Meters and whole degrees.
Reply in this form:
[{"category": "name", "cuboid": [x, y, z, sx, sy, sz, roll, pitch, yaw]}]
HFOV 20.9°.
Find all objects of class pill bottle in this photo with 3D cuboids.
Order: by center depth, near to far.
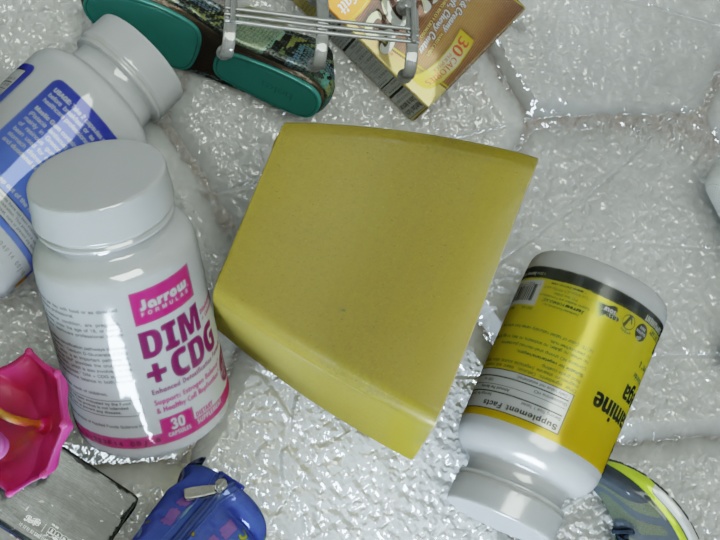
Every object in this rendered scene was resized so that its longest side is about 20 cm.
[{"category": "pill bottle", "cuboid": [-0.161, 0.019, 1.342, 0.113, 0.113, 0.200, -20, 124, -15]}, {"category": "pill bottle", "cuboid": [-0.223, -0.086, 1.391, 0.112, 0.112, 0.200, 46, 75, -4]}, {"category": "pill bottle", "cuboid": [0.142, 0.096, 1.450, 0.112, 0.112, 0.200, 27, 77, -8]}]

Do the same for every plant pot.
[{"category": "plant pot", "cuboid": [0.000, 0.000, 1.398, 0.176, 0.200, 0.200, 22, 78, 2]}]

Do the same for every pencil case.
[{"category": "pencil case", "cuboid": [-0.143, 0.213, 1.345, 0.078, 0.087, 0.200, 29, 45, 17]}]

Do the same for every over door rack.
[{"category": "over door rack", "cuboid": [-0.027, -0.236, 1.431, 0.148, 0.067, 0.200, 6, 73, -10]}]

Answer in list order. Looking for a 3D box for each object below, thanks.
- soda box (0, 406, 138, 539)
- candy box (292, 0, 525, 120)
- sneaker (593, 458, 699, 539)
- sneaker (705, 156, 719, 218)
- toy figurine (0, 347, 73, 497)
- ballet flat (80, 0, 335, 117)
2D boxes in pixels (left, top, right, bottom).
[{"category": "soda box", "cuboid": [-0.258, 0.134, 1.375, 0.200, 0.063, 0.071, 35, 75, -7]}, {"category": "candy box", "cuboid": [0.014, -0.227, 1.495, 0.200, 0.055, 0.115, 45, 77, -3]}, {"category": "sneaker", "cuboid": [0.220, 0.233, 1.471, 0.081, 0.074, 0.200, -30, 88, -12]}, {"category": "sneaker", "cuboid": [0.313, 0.016, 1.522, 0.116, 0.074, 0.200, -40, 94, -18]}, {"category": "toy figurine", "cuboid": [-0.273, 0.080, 1.270, 0.184, 0.150, 0.200, 52, 50, -21]}, {"category": "ballet flat", "cuboid": [-0.110, -0.179, 1.462, 0.200, 0.074, 0.074, 26, 77, -10]}]
